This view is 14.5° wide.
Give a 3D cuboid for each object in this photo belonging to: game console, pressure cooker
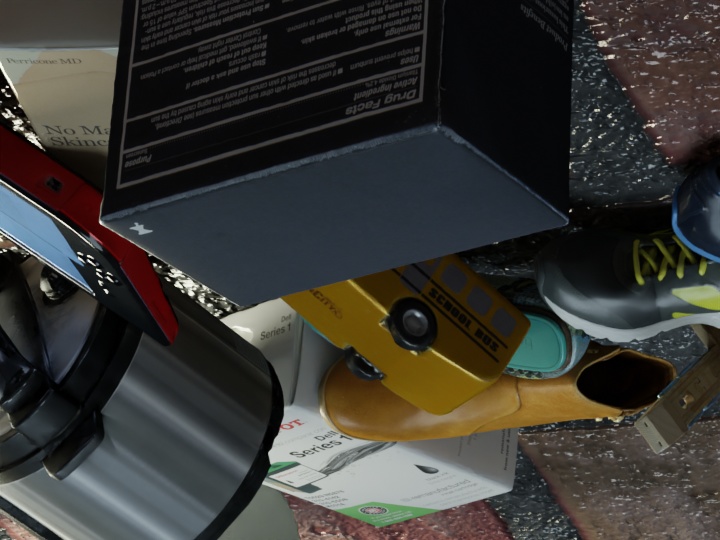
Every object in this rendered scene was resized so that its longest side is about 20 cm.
[{"bbox_3d":[-0.196,-0.039,1.600,0.200,0.031,0.177,34,164,19],"label":"game console"},{"bbox_3d":[-0.169,0.074,1.760,0.176,0.179,0.200,-8,142,47],"label":"pressure cooker"}]

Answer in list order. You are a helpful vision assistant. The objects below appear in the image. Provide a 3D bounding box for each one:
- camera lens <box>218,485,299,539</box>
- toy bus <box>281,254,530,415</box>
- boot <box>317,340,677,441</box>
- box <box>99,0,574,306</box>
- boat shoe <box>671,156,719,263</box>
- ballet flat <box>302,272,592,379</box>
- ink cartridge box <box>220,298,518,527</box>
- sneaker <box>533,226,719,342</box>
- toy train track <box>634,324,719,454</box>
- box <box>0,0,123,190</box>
[{"bbox_3d":[-0.147,0.230,2.099,0.160,0.160,0.200,14,152,-20],"label":"camera lens"},{"bbox_3d":[0.000,0.000,1.667,0.200,0.078,0.065,41,145,-9],"label":"toy bus"},{"bbox_3d":[0.089,0.070,1.797,0.201,0.071,0.144,-6,-178,-33],"label":"boot"},{"bbox_3d":[-0.008,-0.108,1.362,0.200,0.199,0.123,-14,149,33],"label":"box"},{"bbox_3d":[0.282,-0.019,1.639,0.199,0.084,0.069,6,152,-10],"label":"boat shoe"},{"bbox_3d":[0.057,0.026,1.770,0.200,0.074,0.074,13,160,27],"label":"ballet flat"},{"bbox_3d":[-0.014,0.097,1.907,0.200,0.085,0.146,22,152,-35],"label":"ink cartridge box"},{"bbox_3d":[0.203,-0.007,1.702,0.199,0.075,0.085,2,149,-16],"label":"sneaker"},{"bbox_3d":[0.221,0.061,1.737,0.033,0.115,0.200,-37,179,33],"label":"toy train track"},{"bbox_3d":[-0.127,-0.103,1.523,0.095,0.078,0.200,0,154,12],"label":"box"}]
